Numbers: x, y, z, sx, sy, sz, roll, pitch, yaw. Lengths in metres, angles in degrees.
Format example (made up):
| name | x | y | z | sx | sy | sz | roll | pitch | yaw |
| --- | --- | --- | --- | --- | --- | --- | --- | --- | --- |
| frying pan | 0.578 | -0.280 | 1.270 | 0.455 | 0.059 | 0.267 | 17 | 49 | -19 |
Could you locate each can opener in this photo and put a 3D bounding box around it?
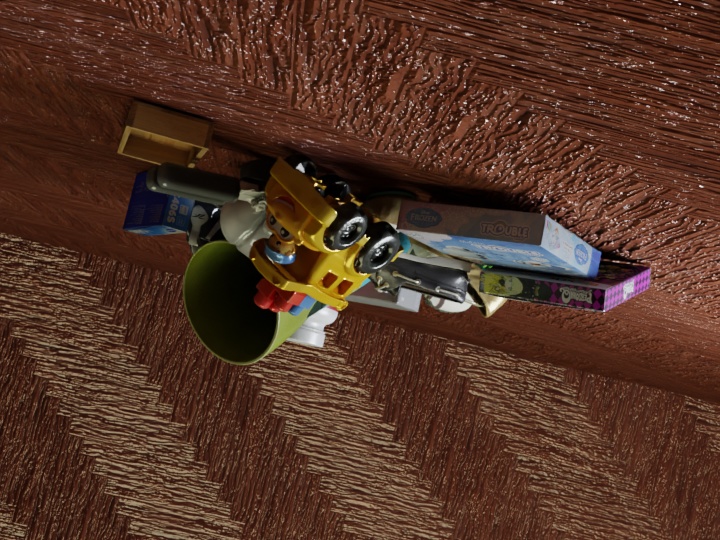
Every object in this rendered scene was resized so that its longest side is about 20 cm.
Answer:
| name | x | y | z | sx | sy | sz | roll | pitch | yaw |
| --- | --- | --- | --- | --- | --- | --- | --- | --- | --- |
| can opener | -0.178 | -0.113 | 1.493 | 0.199 | 0.067 | 0.052 | 5 | 169 | -40 |

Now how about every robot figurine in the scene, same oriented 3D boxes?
| name | x | y | z | sx | sy | sz | roll | pitch | yaw |
| --- | --- | --- | --- | --- | --- | --- | --- | --- | --- |
| robot figurine | -0.114 | -0.056 | 1.636 | 0.200 | 0.113 | 0.170 | 39 | 179 | -15 |

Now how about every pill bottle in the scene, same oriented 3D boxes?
| name | x | y | z | sx | sy | sz | roll | pitch | yaw |
| --- | --- | --- | --- | --- | --- | --- | --- | --- | --- |
| pill bottle | -0.083 | 0.022 | 1.964 | 0.111 | 0.202 | 0.112 | 12 | 173 | 1 |

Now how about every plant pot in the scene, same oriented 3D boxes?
| name | x | y | z | sx | sy | sz | roll | pitch | yaw |
| --- | --- | --- | --- | --- | --- | --- | --- | --- | --- |
| plant pot | -0.136 | 0.026 | 1.793 | 0.186 | 0.189 | 0.200 | 8 | -163 | 34 |

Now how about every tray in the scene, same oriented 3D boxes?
| name | x | y | z | sx | sy | sz | roll | pitch | yaw |
| --- | --- | --- | --- | --- | --- | --- | --- | --- | --- |
| tray | -0.246 | -0.165 | 1.458 | 0.098 | 0.037 | 0.200 | 14 | 174 | -14 |

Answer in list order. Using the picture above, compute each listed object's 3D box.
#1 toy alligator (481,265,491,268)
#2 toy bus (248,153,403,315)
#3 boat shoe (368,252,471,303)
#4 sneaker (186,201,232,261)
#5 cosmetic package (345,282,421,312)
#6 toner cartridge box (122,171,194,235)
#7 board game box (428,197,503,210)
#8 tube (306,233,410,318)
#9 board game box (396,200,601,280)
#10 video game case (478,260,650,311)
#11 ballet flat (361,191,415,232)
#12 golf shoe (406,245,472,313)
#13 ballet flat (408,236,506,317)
| name | x | y | z | sx | sy | sz | roll | pitch | yaw |
| --- | --- | --- | --- | --- | --- | --- | --- | --- | --- |
| toy alligator | 0.194 | -0.019 | 1.754 | 0.054 | 0.060 | 0.200 | -31 | 174 | -6 |
| toy bus | -0.071 | -0.026 | 1.468 | 0.136 | 0.192 | 0.200 | 46 | -171 | 30 |
| boat shoe | 0.052 | 0.006 | 1.590 | 0.198 | 0.061 | 0.074 | 8 | 175 | -12 |
| sneaker | -0.221 | -0.060 | 1.863 | 0.079 | 0.131 | 0.199 | 13 | 173 | 14 |
| cosmetic package | 0.011 | 0.003 | 2.039 | 0.199 | 0.108 | 0.090 | 11 | 173 | 30 |
| toner cartridge box | -0.309 | -0.106 | 1.811 | 0.043 | 0.096 | 0.200 | 15 | 174 | -27 |
| board game box | 0.155 | -0.062 | 1.600 | 0.102 | 0.020 | 0.200 | 10 | 173 | 12 |
| tube | 0.000 | 0.000 | 1.659 | 0.050 | 0.200 | 0.077 | 48 | 138 | 0 |
| board game box | 0.179 | -0.038 | 1.493 | 0.199 | 0.044 | 0.199 | 8 | 171 | 32 |
| video game case | 0.285 | 0.013 | 1.619 | 0.180 | 0.036 | 0.200 | 9 | -167 | 30 |
| ballet flat | 0.015 | -0.066 | 1.610 | 0.067 | 0.073 | 0.200 | 16 | 172 | -28 |
| golf shoe | 0.130 | 0.008 | 1.787 | 0.088 | 0.078 | 0.200 | 8 | 154 | 42 |
| ballet flat | 0.126 | -0.005 | 1.662 | 0.200 | 0.063 | 0.069 | 37 | 173 | -11 |
